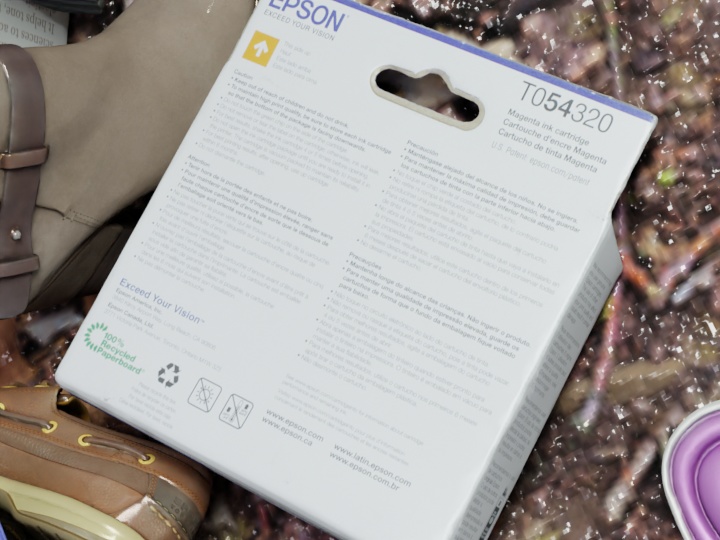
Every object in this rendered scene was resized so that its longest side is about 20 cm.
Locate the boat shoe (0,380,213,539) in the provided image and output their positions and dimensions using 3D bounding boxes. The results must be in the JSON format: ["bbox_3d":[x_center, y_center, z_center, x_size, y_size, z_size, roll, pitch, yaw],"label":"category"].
[{"bbox_3d":[-0.145,0.086,0.906,0.199,0.072,0.068,19,59,36],"label":"boat shoe"}]

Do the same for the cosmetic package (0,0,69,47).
[{"bbox_3d":[-0.239,-0.159,0.927,0.165,0.167,0.202,2,83,28],"label":"cosmetic package"}]

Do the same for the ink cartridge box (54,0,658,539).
[{"bbox_3d":[0.000,0.000,0.836,0.195,0.043,0.201,25,81,29],"label":"ink cartridge box"}]

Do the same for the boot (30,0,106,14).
[{"bbox_3d":[-0.129,-0.232,0.866,0.065,0.165,0.202,12,79,15],"label":"boot"}]

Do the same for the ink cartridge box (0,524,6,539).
[{"bbox_3d":[-0.187,0.147,0.841,0.137,0.076,0.200,66,153,10],"label":"ink cartridge box"}]

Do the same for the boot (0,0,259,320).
[{"bbox_3d":[-0.123,-0.069,0.861,0.070,0.146,0.202,24,95,31],"label":"boot"}]

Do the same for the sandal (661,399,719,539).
[{"bbox_3d":[0.167,0.136,0.727,0.082,0.050,0.203,-44,65,17],"label":"sandal"}]
